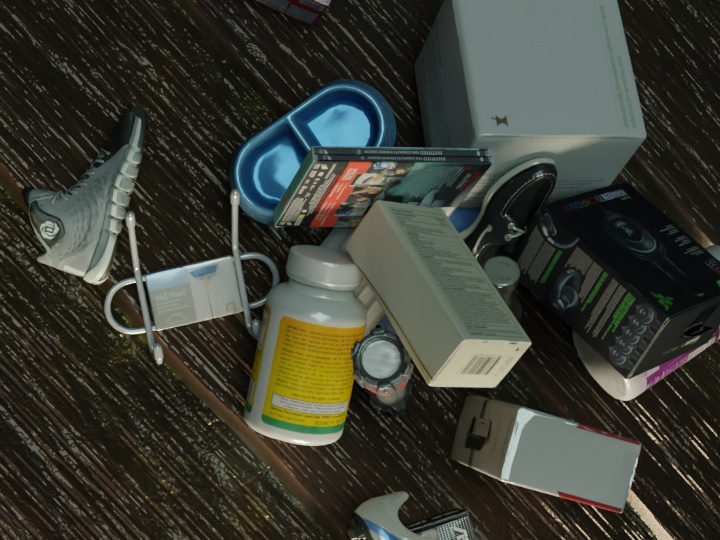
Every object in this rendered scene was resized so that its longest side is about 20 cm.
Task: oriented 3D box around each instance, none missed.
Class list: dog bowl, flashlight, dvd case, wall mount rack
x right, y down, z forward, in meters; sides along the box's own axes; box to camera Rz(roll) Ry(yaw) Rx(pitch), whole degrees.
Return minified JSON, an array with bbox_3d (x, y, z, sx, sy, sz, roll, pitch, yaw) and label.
[{"bbox_3d":[-0.054,-0.130,1.625,0.200,0.050,0.112,-34,89,3],"label":"dog bowl"},{"bbox_3d":[0.025,0.110,1.613,0.068,0.200,0.068,19,80,5],"label":"flashlight"},{"bbox_3d":[0.022,-0.086,1.567,0.199,0.146,0.022,0,65,-20],"label":"dvd case"},{"bbox_3d":[-0.183,0.003,1.626,0.199,0.075,0.174,-13,104,-14],"label":"wall mount rack"}]

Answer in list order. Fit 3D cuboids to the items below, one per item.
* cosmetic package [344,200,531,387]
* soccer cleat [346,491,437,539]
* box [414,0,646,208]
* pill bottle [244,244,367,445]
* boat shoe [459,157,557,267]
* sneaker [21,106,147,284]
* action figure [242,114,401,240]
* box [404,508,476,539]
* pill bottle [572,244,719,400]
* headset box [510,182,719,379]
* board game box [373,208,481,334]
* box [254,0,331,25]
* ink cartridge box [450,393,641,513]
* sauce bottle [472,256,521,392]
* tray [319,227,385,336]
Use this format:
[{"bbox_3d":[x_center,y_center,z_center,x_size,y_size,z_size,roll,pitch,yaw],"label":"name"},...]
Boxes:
[{"bbox_3d":[0.078,0.024,1.545,0.103,0.073,0.200,6,40,-41],"label":"cosmetic package"},{"bbox_3d":[0.064,0.335,1.628,0.086,0.070,0.200,-28,90,-14],"label":"soccer cleat"},{"bbox_3d":[0.183,-0.192,1.659,0.199,0.171,0.200,-1,65,-14],"label":"box"},{"bbox_3d":[-0.055,0.079,1.618,0.112,0.113,0.201,9,101,-12],"label":"pill bottle"},{"bbox_3d":[0.154,-0.041,1.623,0.074,0.200,0.060,9,46,-39],"label":"boat shoe"},{"bbox_3d":[-0.305,-0.093,1.618,0.115,0.075,0.201,15,84,-9],"label":"sneaker"},{"bbox_3d":[-0.051,-0.112,1.682,0.200,0.069,0.130,-23,98,-2],"label":"action figure"},{"bbox_3d":[0.056,0.393,1.681,0.193,0.048,0.201,-15,90,-12],"label":"box"},{"bbox_3d":[0.357,0.056,1.740,0.200,0.112,0.112,-33,94,-13],"label":"pill bottle"},{"bbox_3d":[0.293,0.011,1.609,0.174,0.093,0.200,-15,52,-46],"label":"headset box"},{"bbox_3d":[0.079,-0.018,1.720,0.158,0.039,0.200,35,87,-9],"label":"board game box"},{"bbox_3d":[-0.118,-0.364,1.665,0.200,0.100,0.096,22,81,-10],"label":"box"},{"bbox_3d":[0.200,0.200,1.650,0.146,0.200,0.083,17,86,-11],"label":"ink cartridge box"},{"bbox_3d":[0.146,0.058,1.650,0.065,0.200,0.065,2,53,-3],"label":"sauce bottle"},{"bbox_3d":[0.000,0.000,1.672,0.107,0.022,0.200,38,98,-2],"label":"tray"}]
